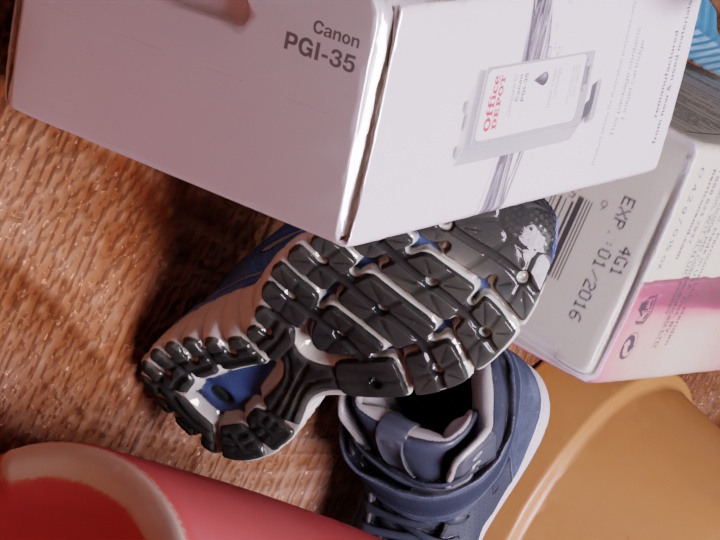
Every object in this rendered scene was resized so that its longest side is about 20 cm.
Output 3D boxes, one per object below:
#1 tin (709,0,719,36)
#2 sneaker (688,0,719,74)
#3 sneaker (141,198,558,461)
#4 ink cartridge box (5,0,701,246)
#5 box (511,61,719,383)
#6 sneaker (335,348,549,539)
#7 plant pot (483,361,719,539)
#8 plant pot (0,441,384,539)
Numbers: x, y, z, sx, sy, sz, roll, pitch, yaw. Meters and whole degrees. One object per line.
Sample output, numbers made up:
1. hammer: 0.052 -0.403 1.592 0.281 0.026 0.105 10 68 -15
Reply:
1. tin: 0.121 -0.173 0.935 0.112 0.042 0.200 59 25 -72
2. sneaker: 0.183 -0.134 1.285 0.076 0.081 0.200 -40 138 22
3. sneaker: 0.000 0.000 1.027 0.079 0.200 0.089 47 51 -17
4. ink cartridge box: 0.001 -0.080 0.936 0.200 0.146 0.083 -15 122 -54
5. box: 0.112 -0.029 1.199 0.200 0.128 0.109 0 116 -59
6. sneaker: 0.013 0.113 1.204 0.146 0.077 0.203 54 58 -73
7. plant pot: 0.136 0.149 1.399 0.200 0.140 0.200 -40 146 -35
8. plant pot: -0.077 0.156 1.008 0.201 0.200 0.177 -57 143 -7
